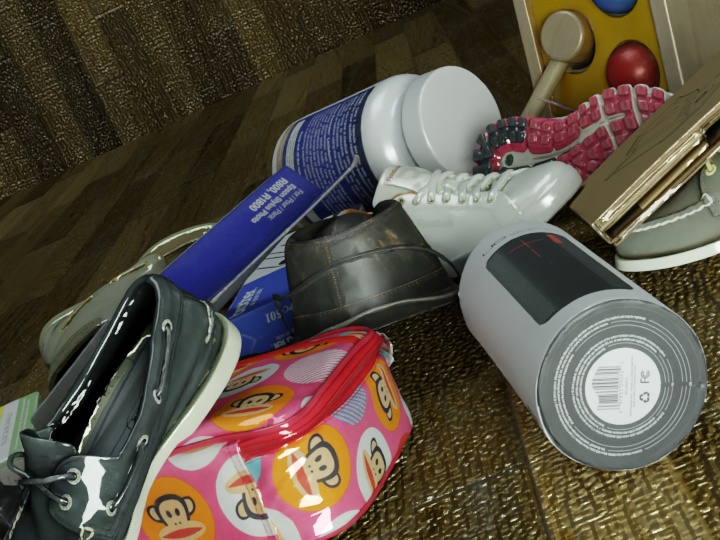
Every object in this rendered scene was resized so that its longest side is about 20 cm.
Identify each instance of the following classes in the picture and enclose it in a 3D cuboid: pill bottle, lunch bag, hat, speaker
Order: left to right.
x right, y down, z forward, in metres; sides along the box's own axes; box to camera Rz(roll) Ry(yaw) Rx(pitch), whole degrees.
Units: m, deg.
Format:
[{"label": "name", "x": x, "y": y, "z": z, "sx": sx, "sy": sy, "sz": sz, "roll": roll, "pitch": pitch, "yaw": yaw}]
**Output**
[{"label": "lunch bag", "x": -0.072, "y": 0.099, "z": 0.798, "sx": 0.198, "sy": 0.083, "sz": 0.176, "roll": -18, "pitch": 11, "yaw": 23}, {"label": "hat", "x": 0.000, "y": 0.000, "z": 0.929, "sx": 0.199, "sy": 0.082, "sz": 0.201, "roll": -20, "pitch": -3, "yaw": -1}, {"label": "pill bottle", "x": 0.022, "y": -0.101, "z": 1.241, "sx": 0.115, "sy": 0.117, "sz": 0.199, "roll": -36, "pitch": 12, "yaw": -38}, {"label": "speaker", "x": 0.104, "y": 0.031, "z": 0.731, "sx": 0.081, "sy": 0.082, "sz": 0.200, "roll": -25, "pitch": 13, "yaw": 0}]

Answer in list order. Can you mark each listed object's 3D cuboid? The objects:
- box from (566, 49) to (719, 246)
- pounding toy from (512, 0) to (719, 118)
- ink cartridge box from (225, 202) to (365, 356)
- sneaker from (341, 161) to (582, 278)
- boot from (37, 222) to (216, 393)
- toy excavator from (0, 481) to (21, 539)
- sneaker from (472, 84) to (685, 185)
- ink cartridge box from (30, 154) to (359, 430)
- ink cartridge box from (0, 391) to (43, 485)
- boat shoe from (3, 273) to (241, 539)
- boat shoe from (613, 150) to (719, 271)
[{"label": "box", "x": 0.197, "y": -0.086, "z": 0.892, "sx": 0.163, "sy": 0.021, "sz": 0.200, "roll": -45, "pitch": 2, "yaw": 7}, {"label": "pounding toy", "x": 0.195, "y": -0.177, "z": 1.179, "sx": 0.141, "sy": 0.186, "sz": 0.199, "roll": -20, "pitch": 8, "yaw": -37}, {"label": "ink cartridge box", "x": -0.042, "y": 0.009, "z": 1.132, "sx": 0.093, "sy": 0.045, "sz": 0.200, "roll": -23, "pitch": 14, "yaw": 14}, {"label": "sneaker", "x": 0.058, "y": -0.043, "z": 1.015, "sx": 0.199, "sy": 0.085, "sz": 0.073, "roll": -25, "pitch": 15, "yaw": 37}, {"label": "boot", "x": -0.177, "y": 0.036, "z": 1.211, "sx": 0.199, "sy": 0.073, "sz": 0.155, "roll": -32, "pitch": 14, "yaw": -7}, {"label": "toy excavator", "x": -0.271, "y": 0.187, "z": 0.771, "sx": 0.193, "sy": 0.202, "sz": 0.100, "roll": 24, "pitch": 30, "yaw": 22}, {"label": "sneaker", "x": 0.178, "y": -0.089, "z": 1.064, "sx": 0.199, "sy": 0.082, "sz": 0.074, "roll": 1, "pitch": -2, "yaw": 45}, {"label": "ink cartridge box", "x": -0.108, "y": 0.011, "z": 0.940, "sx": 0.200, "sy": 0.041, "sz": 0.200, "roll": -43, "pitch": 3, "yaw": 43}, {"label": "ink cartridge box", "x": -0.313, "y": 0.164, "z": 1.027, "sx": 0.198, "sy": 0.048, "sz": 0.146, "roll": -24, "pitch": 14, "yaw": -5}, {"label": "boat shoe", "x": -0.130, "y": 0.087, "z": 0.683, "sx": 0.074, "sy": 0.066, "sz": 0.200, "roll": 12, "pitch": 60, "yaw": 45}, {"label": "boat shoe", "x": 0.238, "y": -0.058, "z": 0.863, "sx": 0.200, "sy": 0.061, "sz": 0.072, "roll": -23, "pitch": 16, "yaw": 15}]
